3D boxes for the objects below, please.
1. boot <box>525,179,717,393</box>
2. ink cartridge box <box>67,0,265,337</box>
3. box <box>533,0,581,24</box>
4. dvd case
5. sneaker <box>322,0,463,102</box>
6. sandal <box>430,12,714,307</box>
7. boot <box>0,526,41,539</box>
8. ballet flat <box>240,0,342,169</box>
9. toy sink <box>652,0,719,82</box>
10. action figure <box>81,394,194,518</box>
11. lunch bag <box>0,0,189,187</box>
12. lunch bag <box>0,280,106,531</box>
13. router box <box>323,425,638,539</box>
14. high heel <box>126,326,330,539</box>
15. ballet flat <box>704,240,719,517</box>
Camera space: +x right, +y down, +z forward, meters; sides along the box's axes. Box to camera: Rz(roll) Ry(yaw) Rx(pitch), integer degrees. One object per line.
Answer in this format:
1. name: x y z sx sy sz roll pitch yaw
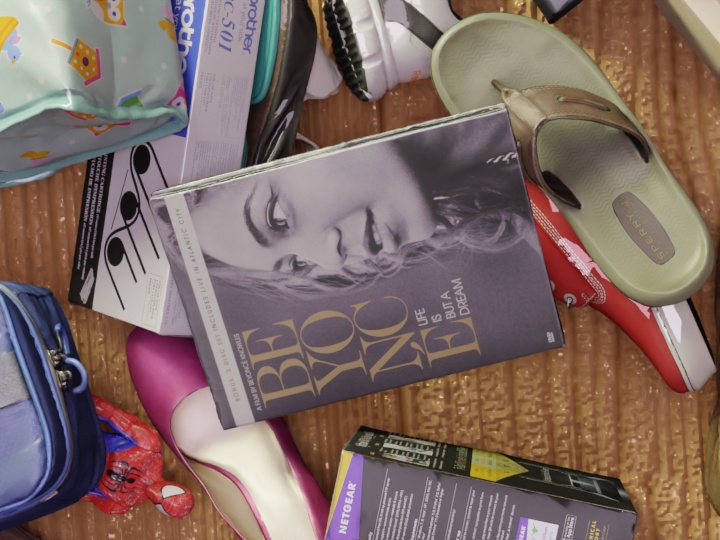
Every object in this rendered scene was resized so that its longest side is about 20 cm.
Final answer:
1. boot: 0.101 0.007 1.512 0.144 0.072 0.200 -33 82 4
2. ink cartridge box: -0.110 -0.070 1.499 0.044 0.094 0.201 3 99 -41
3. box: 0.128 -0.271 1.484 0.200 0.104 0.182 -39 91 4
4. dvd case: 0.000 0.000 1.456 0.199 0.016 0.149 -14 116 5
5. sneaker: 0.008 -0.201 1.517 0.080 0.074 0.201 -16 95 -11
6. sandal: 0.120 -0.068 1.454 0.080 0.057 0.201 -44 77 3
7. boot: -0.190 0.245 1.537 0.200 0.064 0.187 24 91 -2
8. ballet flat: -0.053 -0.090 1.519 0.068 0.068 0.201 3 105 -38
9. toy sink: 0.234 -0.167 1.433 0.130 0.200 0.112 -40 89 2
10. action figure: -0.185 0.091 1.530 0.200 0.052 0.066 26 98 4
11. lunch bag: -0.204 -0.137 1.480 0.200 0.122 0.171 -18 78 40
12. lunch bag: -0.237 0.084 1.447 0.200 0.132 0.136 -21 85 11
13. router box: 0.066 0.130 1.449 0.157 0.200 0.052 12 91 3
14. high heel: -0.069 0.113 1.507 0.067 0.096 0.200 -34 90 5
15. ballet flat: 0.229 0.049 1.503 0.068 0.072 0.201 9 92 2
